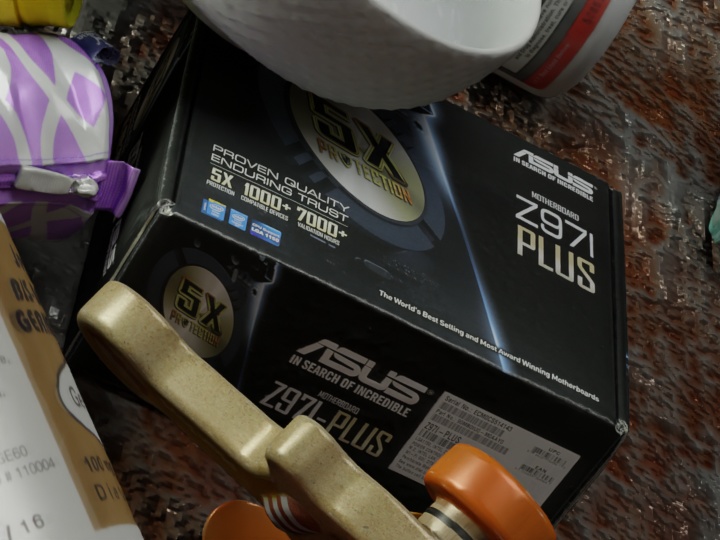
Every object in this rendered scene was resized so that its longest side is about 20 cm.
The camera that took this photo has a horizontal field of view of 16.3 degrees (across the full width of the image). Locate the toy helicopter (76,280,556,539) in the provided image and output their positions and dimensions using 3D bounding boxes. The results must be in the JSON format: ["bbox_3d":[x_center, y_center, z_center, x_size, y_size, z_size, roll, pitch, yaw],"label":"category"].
[{"bbox_3d":[-0.022,0.076,0.865,0.200,0.132,0.079,41,75,22],"label":"toy helicopter"}]

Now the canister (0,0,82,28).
[{"bbox_3d":[-0.198,-0.171,0.946,0.200,0.087,0.149,7,57,1],"label":"canister"}]

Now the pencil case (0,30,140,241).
[{"bbox_3d":[-0.177,-0.041,0.881,0.200,0.084,0.086,-6,42,-41],"label":"pencil case"}]

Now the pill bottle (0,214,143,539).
[{"bbox_3d":[-0.150,0.026,0.746,0.114,0.114,0.200,-14,75,-49],"label":"pill bottle"}]

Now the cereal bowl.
[{"bbox_3d":[-0.025,-0.141,0.972,0.200,0.083,0.200,35,33,-28],"label":"cereal bowl"}]

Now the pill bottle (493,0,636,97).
[{"bbox_3d":[0.035,-0.177,1.216,0.200,0.116,0.116,27,34,-12],"label":"pill bottle"}]

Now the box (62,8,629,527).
[{"bbox_3d":[0.000,0.000,0.988,0.200,0.086,0.164,26,33,-13],"label":"box"}]

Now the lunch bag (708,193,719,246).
[{"bbox_3d":[0.257,-0.082,1.254,0.077,0.160,0.200,37,34,2],"label":"lunch bag"}]
